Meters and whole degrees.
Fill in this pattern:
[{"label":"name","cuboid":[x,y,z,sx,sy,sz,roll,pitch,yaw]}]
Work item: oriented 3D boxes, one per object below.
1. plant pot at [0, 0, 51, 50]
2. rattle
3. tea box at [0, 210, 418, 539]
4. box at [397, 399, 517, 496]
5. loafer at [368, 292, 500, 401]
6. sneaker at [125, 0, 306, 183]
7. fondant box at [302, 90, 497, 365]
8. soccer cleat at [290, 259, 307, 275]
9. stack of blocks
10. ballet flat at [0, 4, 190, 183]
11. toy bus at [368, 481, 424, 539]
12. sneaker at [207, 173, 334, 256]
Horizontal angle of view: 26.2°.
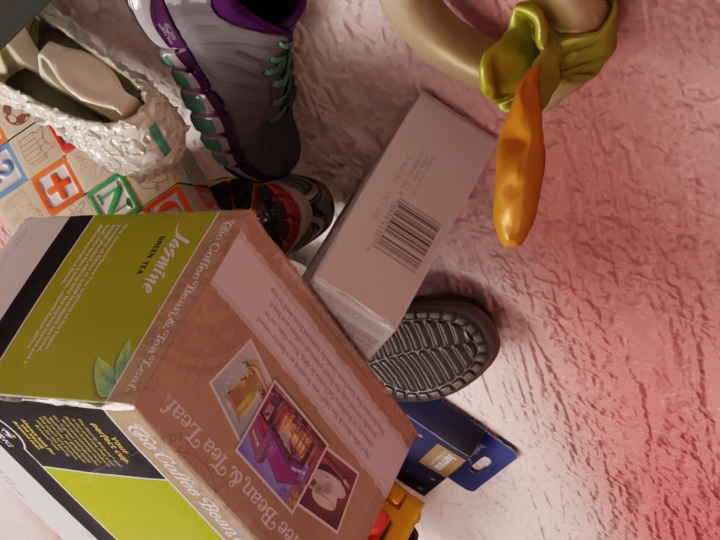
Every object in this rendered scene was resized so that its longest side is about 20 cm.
[{"label":"plant pot","cuboid":[-0.230,-0.198,0.828,0.199,0.197,0.201,24,151,14]},{"label":"rattle","cuboid":[0.017,-0.119,0.762,0.199,0.144,0.130,32,171,-11]},{"label":"tea box","cuboid":[-0.108,0.081,0.885,0.195,0.134,0.201,1,140,39]},{"label":"box","cuboid":[0.021,0.119,1.242,0.199,0.033,0.121,33,152,-1]},{"label":"loafer","cuboid":[0.020,0.052,1.108,0.199,0.071,0.074,-15,108,38]},{"label":"sneaker","cuboid":[-0.061,-0.121,0.910,0.087,0.075,0.200,-5,146,22]},{"label":"fondant box","cuboid":[0.000,0.000,0.953,0.058,0.145,0.200,32,153,-4]},{"label":"soccer cleat","cuboid":[-0.110,0.004,1.162,0.198,0.070,0.078,20,167,28]},{"label":"stack of blocks","cuboid":[-0.186,-0.085,0.996,0.201,0.115,0.059,60,-168,7]},{"label":"ballet flat","cuboid":[-0.184,-0.124,0.918,0.199,0.072,0.072,30,153,20]},{"label":"toy bus","cuboid":[-0.034,0.241,1.270,0.135,0.201,0.192,33,168,0]},{"label":"sneaker","cuboid":[-0.101,-0.026,1.069,0.198,0.082,0.079,-3,99,40]}]
